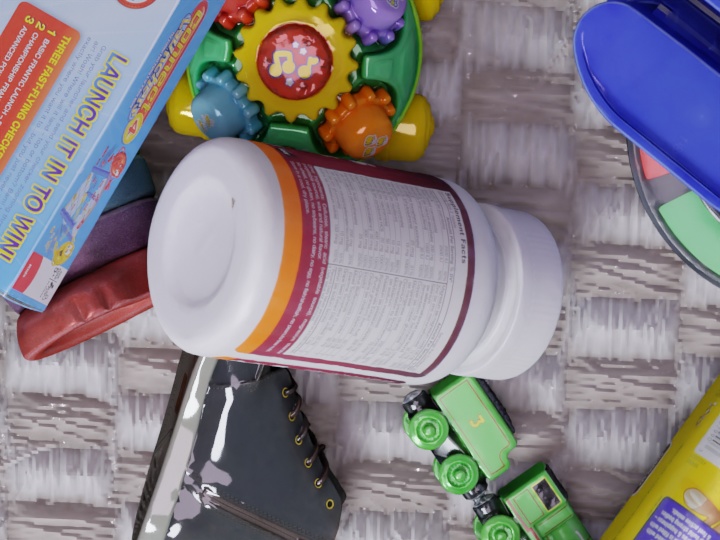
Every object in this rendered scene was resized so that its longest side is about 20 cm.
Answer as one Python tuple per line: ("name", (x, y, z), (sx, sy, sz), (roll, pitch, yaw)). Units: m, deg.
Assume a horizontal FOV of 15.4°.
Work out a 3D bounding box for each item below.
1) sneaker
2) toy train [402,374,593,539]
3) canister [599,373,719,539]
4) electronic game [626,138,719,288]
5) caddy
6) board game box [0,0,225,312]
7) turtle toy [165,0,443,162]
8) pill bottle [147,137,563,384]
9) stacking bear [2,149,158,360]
("sneaker", (-0.047, 0.073, 1.447), (0.106, 0.075, 0.201), (17, 104, -11))
("toy train", (0.093, 0.141, 1.461), (0.056, 0.042, 0.201), (-35, 98, -2))
("canister", (0.193, 0.171, 1.415), (0.148, 0.087, 0.200), (37, 86, -7))
("electronic game", (0.239, -0.077, 1.406), (0.198, 0.042, 0.201), (1, 102, 3))
("caddy", (0.203, -0.100, 1.333), (0.200, 0.105, 0.142), (41, 102, 19))
("board game box", (-0.195, -0.114, 1.333), (0.195, 0.056, 0.201), (30, 88, 15))
("turtle toy", (-0.029, -0.136, 1.380), (0.145, 0.101, 0.201), (6, 102, 2))
("pill bottle", (0.000, 0.000, 1.361), (0.199, 0.109, 0.110), (9, 105, -36))
("stacking bear", (-0.172, -0.065, 1.403), (0.114, 0.121, 0.201), (-29, 86, 50))
